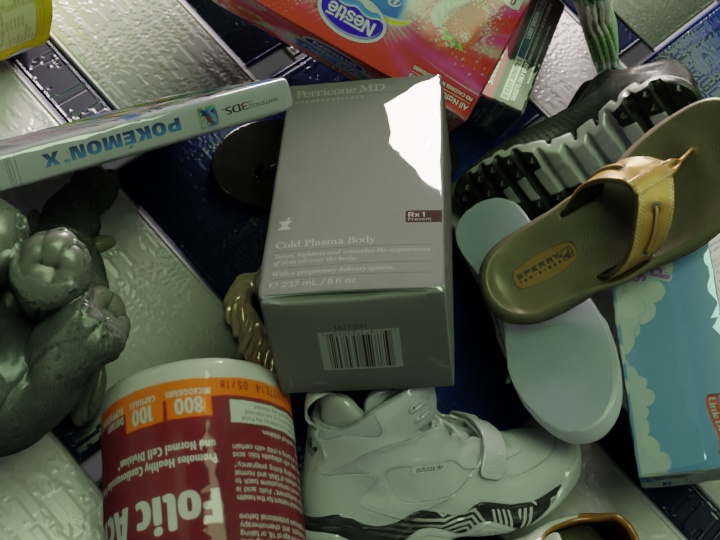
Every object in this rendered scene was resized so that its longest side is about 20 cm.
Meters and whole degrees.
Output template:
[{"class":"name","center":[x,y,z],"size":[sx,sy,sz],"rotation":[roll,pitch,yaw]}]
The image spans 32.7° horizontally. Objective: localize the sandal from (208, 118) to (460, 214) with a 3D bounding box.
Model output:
[{"class":"sandal","center":[-0.015,-0.088,0.885],"size":[0.198,0.045,0.076],"rotation":[-9,65,-24]}]

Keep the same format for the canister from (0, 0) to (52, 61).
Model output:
[{"class":"canister","center":[-0.322,-0.177,0.803],"size":[0.199,0.087,0.149],"rotation":[-31,76,-32]}]

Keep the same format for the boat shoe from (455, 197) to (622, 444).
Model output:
[{"class":"boat shoe","center":[0.124,0.046,0.833],"size":[0.074,0.086,0.203],"rotation":[-30,48,4]}]

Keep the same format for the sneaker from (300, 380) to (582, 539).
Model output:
[{"class":"sneaker","center":[0.051,0.102,0.752],"size":[0.198,0.116,0.075],"rotation":[-10,25,-21]}]

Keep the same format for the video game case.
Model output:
[{"class":"video game case","center":[-0.163,-0.081,0.752],"size":[0.181,0.200,0.022],"rotation":[-20,103,-27]}]

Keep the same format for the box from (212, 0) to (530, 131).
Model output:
[{"class":"box","center":[0.003,-0.186,0.833],"size":[0.199,0.095,0.100],"rotation":[29,90,-5]}]

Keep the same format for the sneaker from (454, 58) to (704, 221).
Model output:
[{"class":"sneaker","center":[0.159,-0.093,0.884],"size":[0.067,0.199,0.091],"rotation":[53,33,-17]}]

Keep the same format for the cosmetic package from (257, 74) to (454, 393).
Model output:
[{"class":"cosmetic package","center":[0.003,-0.027,0.738],"size":[0.106,0.091,0.201],"rotation":[-5,45,5]}]

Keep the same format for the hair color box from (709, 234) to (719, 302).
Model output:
[{"class":"hair color box","center":[0.250,-0.029,0.936],"size":[0.100,0.061,0.201],"rotation":[-26,74,-28]}]

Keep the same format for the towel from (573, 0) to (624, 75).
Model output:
[{"class":"towel","center":[0.185,-0.218,0.952],"size":[0.030,0.200,0.150],"rotation":[-12,62,16]}]

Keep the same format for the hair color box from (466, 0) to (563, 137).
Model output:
[{"class":"hair color box","center":[0.043,-0.192,0.931],"size":[0.199,0.061,0.101],"rotation":[24,75,-5]}]

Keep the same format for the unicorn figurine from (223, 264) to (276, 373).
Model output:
[{"class":"unicorn figurine","center":[0.000,0.000,0.821],"size":[0.199,0.074,0.138],"rotation":[-16,57,-20]}]

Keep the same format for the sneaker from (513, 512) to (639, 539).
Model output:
[{"class":"sneaker","center":[0.084,0.196,0.738],"size":[0.199,0.085,0.073],"rotation":[-26,74,-28]}]

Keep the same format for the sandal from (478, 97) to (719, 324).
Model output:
[{"class":"sandal","center":[0.157,-0.034,0.757],"size":[0.199,0.054,0.081],"rotation":[-33,68,12]}]

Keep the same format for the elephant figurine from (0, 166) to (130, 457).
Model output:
[{"class":"elephant figurine","center":[-0.190,0.028,0.722],"size":[0.155,0.200,0.142],"rotation":[-32,93,-2]}]

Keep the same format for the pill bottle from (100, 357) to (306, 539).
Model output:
[{"class":"pill bottle","center":[-0.085,0.161,0.679],"size":[0.113,0.114,0.201],"rotation":[1,61,-19]}]

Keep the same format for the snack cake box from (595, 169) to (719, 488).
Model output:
[{"class":"snack cake box","center":[0.204,0.038,0.817],"size":[0.067,0.115,0.202],"rotation":[-9,75,13]}]
